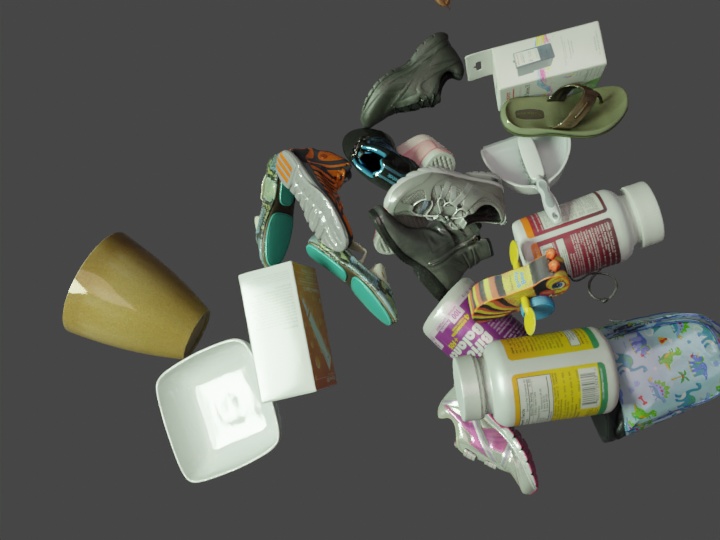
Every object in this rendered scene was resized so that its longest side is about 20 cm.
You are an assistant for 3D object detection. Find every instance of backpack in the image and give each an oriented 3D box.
[{"bbox_3d":[0.420,0.138,0.893,0.195,0.154,0.167,-14,75,0],"label":"backpack"}]

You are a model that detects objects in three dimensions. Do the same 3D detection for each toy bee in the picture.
[{"bbox_3d":[0.237,0.008,0.855,0.197,0.109,0.132,-32,55,1],"label":"toy bee"}]

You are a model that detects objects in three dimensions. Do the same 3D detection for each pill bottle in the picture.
[{"bbox_3d":[0.199,0.116,0.954,0.199,0.112,0.113,42,95,14],"label":"pill bottle"},{"bbox_3d":[0.334,-0.053,0.936,0.196,0.109,0.112,-19,81,12],"label":"pill bottle"},{"bbox_3d":[0.226,0.144,0.835,0.195,0.113,0.116,-9,83,2],"label":"pill bottle"}]

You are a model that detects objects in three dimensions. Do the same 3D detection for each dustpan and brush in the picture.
[{"bbox_3d":[0.267,-0.145,0.952,0.136,0.057,0.204,-18,61,11],"label":"dustpan and brush"}]

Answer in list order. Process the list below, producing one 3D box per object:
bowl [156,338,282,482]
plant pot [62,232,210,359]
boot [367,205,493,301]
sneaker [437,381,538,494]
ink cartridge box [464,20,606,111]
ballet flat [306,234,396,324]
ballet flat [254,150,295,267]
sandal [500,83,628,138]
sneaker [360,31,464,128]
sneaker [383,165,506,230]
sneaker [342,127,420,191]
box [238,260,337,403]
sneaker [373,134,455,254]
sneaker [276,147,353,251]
[{"bbox_3d":[-0.231,0.233,1.072,0.197,0.075,0.204,-25,80,12],"label":"bowl"},{"bbox_3d":[-0.366,0.064,1.079,0.197,0.186,0.190,26,92,2],"label":"plant pot"},{"bbox_3d":[0.111,-0.061,0.986,0.131,0.070,0.200,-43,117,6],"label":"boot"},{"bbox_3d":[0.193,0.259,0.965,0.088,0.081,0.201,-40,69,9],"label":"sneaker"},{"bbox_3d":[0.264,-0.305,0.970,0.195,0.117,0.069,-10,85,13],"label":"ink cartridge box"},{"bbox_3d":[0.000,0.000,1.034,0.199,0.074,0.075,43,96,10],"label":"ballet flat"},{"bbox_3d":[-0.150,-0.106,1.092,0.072,0.074,0.205,12,86,14],"label":"ballet flat"},{"bbox_3d":[0.310,-0.243,0.945,0.195,0.058,0.082,-8,66,-4],"label":"sandal"},{"bbox_3d":[0.085,-0.298,1.041,0.199,0.076,0.091,-39,85,11],"label":"sneaker"},{"bbox_3d":[0.131,-0.099,0.917,0.195,0.075,0.084,-6,59,-16],"label":"sneaker"},{"bbox_3d":[0.018,-0.186,0.996,0.200,0.081,0.074,43,110,48],"label":"sneaker"},{"bbox_3d":[-0.116,0.100,1.028,0.095,0.124,0.205,-13,83,12],"label":"box"},{"bbox_3d":[0.075,-0.130,1.033,0.202,0.074,0.105,-59,36,25],"label":"sneaker"},{"bbox_3d":[-0.045,-0.128,1.027,0.202,0.110,0.078,58,141,16],"label":"sneaker"}]
